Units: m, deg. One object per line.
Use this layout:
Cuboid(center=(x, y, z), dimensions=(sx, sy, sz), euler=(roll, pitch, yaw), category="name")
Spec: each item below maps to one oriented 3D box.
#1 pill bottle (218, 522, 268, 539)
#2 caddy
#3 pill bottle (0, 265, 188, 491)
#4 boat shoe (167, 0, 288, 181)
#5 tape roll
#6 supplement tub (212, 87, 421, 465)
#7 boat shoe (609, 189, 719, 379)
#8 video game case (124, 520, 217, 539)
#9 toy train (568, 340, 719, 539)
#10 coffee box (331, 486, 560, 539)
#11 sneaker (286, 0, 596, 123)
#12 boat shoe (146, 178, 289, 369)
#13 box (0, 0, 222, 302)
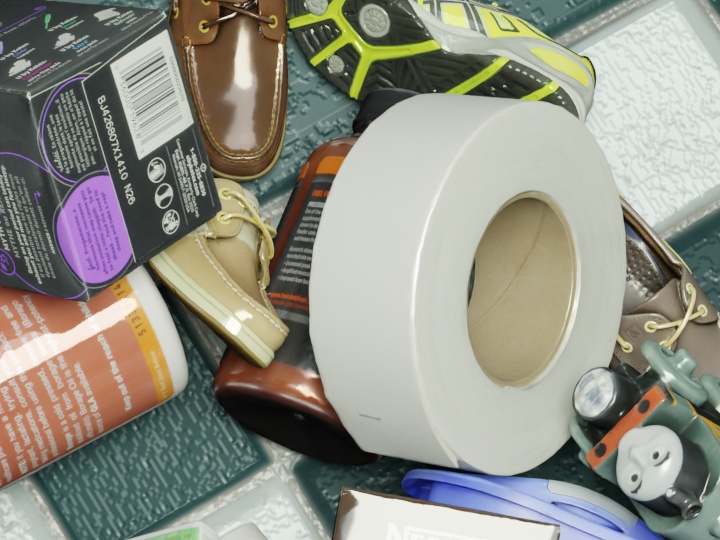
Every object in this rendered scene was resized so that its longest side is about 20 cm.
Cuboid(center=(-0.030, 0.237, 1.433), dimensions=(0.113, 0.113, 0.200), euler=(-35, 81, -16), category="pill bottle")
Cuboid(center=(0.109, 0.167, 1.459), dimensions=(0.200, 0.141, 0.105), euler=(23, 75, -2), category="caddy")
Cuboid(center=(-0.203, 0.060, 1.461), dimensions=(0.200, 0.112, 0.112), euler=(-28, 79, -15), category="pill bottle")
Cuboid(center=(-0.078, -0.152, 1.563), dimensions=(0.072, 0.068, 0.200), euler=(-2, 74, -8), category="boat shoe")
Cuboid(center=(0.060, 0.007, 1.444), dimensions=(0.071, 0.202, 0.203), euler=(8, 68, 37), category="tape roll")
Cuboid(center=(0.000, 0.000, 1.510), dimensions=(0.107, 0.107, 0.200), euler=(22, 73, -1), category="supplement tub")
Cuboid(center=(0.162, 0.019, 1.551), dimensions=(0.072, 0.060, 0.200), euler=(-37, 82, -17), category="boat shoe")
Cuboid(center=(-0.163, 0.232, 1.378), dimensions=(0.200, 0.022, 0.182), euler=(-17, 54, 29), category="video game case")
Cuboid(center=(0.196, 0.115, 1.465), dimensions=(0.085, 0.200, 0.114), euler=(-47, 42, 14), category="toy train")
Cuboid(center=(0.027, 0.216, 1.338), dimensions=(0.113, 0.080, 0.200), euler=(9, 81, 2), category="coffee box")
Cuboid(center=(0.045, -0.130, 1.583), dimensions=(0.200, 0.075, 0.076), euler=(31, 35, 10), category="sneaker")
Cuboid(center=(-0.084, -0.021, 1.470), dimensions=(0.066, 0.074, 0.200), euler=(-42, 42, 0), category="boat shoe")
Cuboid(center=(-0.189, -0.070, 1.429), dimensions=(0.106, 0.200, 0.122), euler=(-36, 123, -39), category="box")
